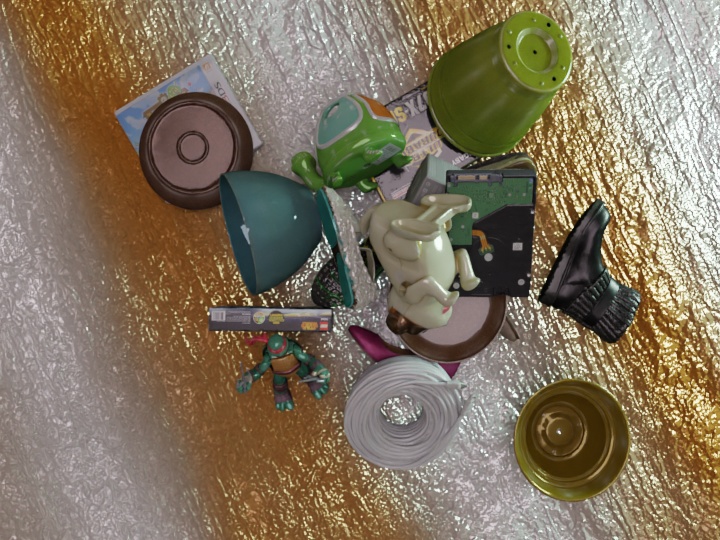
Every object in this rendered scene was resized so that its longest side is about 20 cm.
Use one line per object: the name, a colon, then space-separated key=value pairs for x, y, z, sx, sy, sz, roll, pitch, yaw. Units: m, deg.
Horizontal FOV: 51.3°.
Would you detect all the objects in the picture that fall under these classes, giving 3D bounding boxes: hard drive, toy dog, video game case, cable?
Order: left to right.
video game case: x=-0.297 y=-0.246 z=1.302 sx=0.198 sy=0.022 sz=0.184 roll=-31 pitch=90 yaw=-1
cable: x=0.070 y=0.236 z=1.252 sx=0.197 sy=0.069 sz=0.203 roll=19 pitch=111 yaw=-10
toy dog: x=0.080 y=0.004 z=1.124 sx=0.191 sy=0.140 sz=0.203 roll=5 pitch=119 yaw=26
hard drive: x=0.198 y=-0.056 z=1.162 sx=0.137 sy=0.038 sz=0.203 roll=-1 pitch=116 yaw=6

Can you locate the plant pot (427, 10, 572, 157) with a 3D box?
plant pot: x=0.234 y=-0.310 z=1.202 sx=0.197 sy=0.193 sz=0.204 roll=3 pitch=79 yaw=-18

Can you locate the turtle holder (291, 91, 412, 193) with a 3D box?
turtle holder: x=-0.016 y=-0.202 z=1.221 sx=0.139 sy=0.185 sz=0.133 roll=-13 pitch=72 yaw=-36

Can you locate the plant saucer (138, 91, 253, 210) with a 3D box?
plant saucer: x=-0.282 y=-0.206 z=1.275 sx=0.196 sy=0.034 sz=0.204 roll=0 pitch=89 yaw=-3

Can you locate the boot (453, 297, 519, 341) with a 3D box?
boot: x=0.165 y=0.066 z=1.292 sx=0.145 sy=0.070 sz=0.202 roll=-31 pitch=89 yaw=5

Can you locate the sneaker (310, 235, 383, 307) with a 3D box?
sneaker: x=0.000 y=0.000 z=1.256 sx=0.199 sy=0.085 sz=0.078 roll=-36 pitch=82 yaw=-21

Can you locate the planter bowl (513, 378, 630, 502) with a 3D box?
planter bowl: x=0.350 y=0.282 z=1.279 sx=0.196 sy=0.083 sz=0.205 roll=0 pitch=88 yaw=-1

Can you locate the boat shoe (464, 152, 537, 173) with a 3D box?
boat shoe: x=0.205 y=-0.148 z=1.293 sx=0.197 sy=0.065 sz=0.074 roll=-16 pitch=119 yaw=15

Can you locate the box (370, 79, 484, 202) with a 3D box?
box: x=0.094 y=-0.221 z=1.299 sx=0.198 sy=0.049 sz=0.162 roll=-29 pitch=88 yaw=-1

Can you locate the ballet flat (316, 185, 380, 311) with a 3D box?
ballet flat: x=-0.017 y=-0.037 z=1.186 sx=0.070 sy=0.072 sz=0.204 roll=-15 pitch=87 yaw=-2

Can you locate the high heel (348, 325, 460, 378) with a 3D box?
high heel: x=0.076 y=0.129 z=1.282 sx=0.199 sy=0.068 sz=0.097 roll=36 pitch=98 yaw=-15

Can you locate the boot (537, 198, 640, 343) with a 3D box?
boot: x=0.416 y=0.001 z=1.285 sx=0.156 sy=0.079 sz=0.214 roll=26 pitch=99 yaw=6

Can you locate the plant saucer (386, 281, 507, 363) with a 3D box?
plant saucer: x=0.143 y=0.050 z=1.241 sx=0.196 sy=0.037 sz=0.205 roll=0 pitch=91 yaw=6

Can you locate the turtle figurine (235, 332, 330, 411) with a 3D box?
turtle figurine: x=-0.119 y=0.160 z=1.215 sx=0.147 sy=0.201 sz=0.102 roll=-5 pitch=59 yaw=9

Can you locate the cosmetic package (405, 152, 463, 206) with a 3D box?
cosmetic package: x=0.178 y=-0.101 z=1.224 sx=0.198 sy=0.107 sz=0.091 roll=27 pitch=118 yaw=-7

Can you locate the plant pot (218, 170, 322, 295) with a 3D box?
plant pot: x=-0.140 y=-0.076 z=1.228 sx=0.133 sy=0.200 sz=0.204 roll=-17 pitch=90 yaw=-17

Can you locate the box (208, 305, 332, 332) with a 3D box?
box: x=-0.143 y=0.080 z=1.244 sx=0.196 sy=0.137 sz=0.041 roll=1 pitch=89 yaw=-1
